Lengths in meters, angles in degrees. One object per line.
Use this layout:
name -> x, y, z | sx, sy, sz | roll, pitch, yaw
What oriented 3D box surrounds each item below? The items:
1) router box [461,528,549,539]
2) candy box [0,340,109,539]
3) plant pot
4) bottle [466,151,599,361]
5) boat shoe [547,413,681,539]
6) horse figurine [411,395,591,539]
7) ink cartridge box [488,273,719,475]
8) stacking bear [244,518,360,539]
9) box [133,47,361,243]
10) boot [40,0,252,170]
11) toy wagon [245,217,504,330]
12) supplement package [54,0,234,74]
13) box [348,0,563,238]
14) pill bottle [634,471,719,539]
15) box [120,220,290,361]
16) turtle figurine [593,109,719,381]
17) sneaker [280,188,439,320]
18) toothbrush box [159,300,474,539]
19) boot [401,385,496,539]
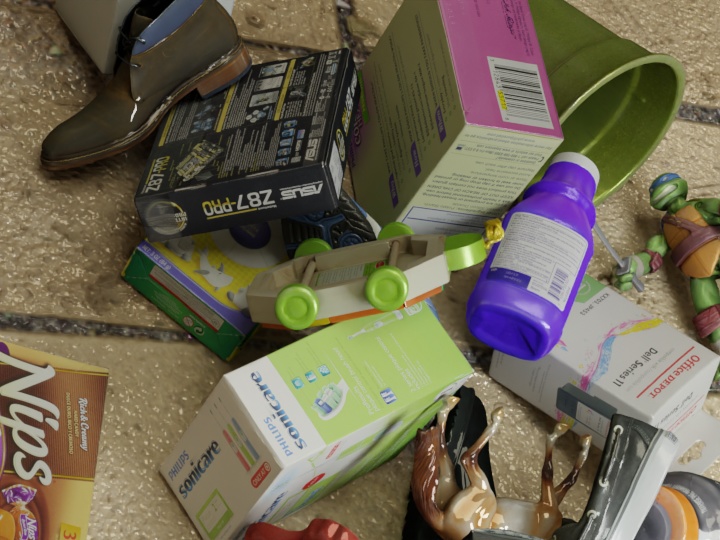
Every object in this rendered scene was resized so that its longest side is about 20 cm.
router box -> 0.080, 0.297, 1.275 | 0.061, 0.150, 0.202 | 10, 67, -10
candy box -> -0.250, 0.150, 1.297 | 0.116, 0.057, 0.202 | 17, 52, -17
plant pot -> 0.164, -0.176, 1.697 | 0.199, 0.201, 0.190 | -20, 55, -37
bottle -> 0.154, -0.018, 1.545 | 0.083, 0.066, 0.201 | 22, 51, 4
boat shoe -> 0.170, 0.201, 1.355 | 0.056, 0.069, 0.201 | 27, 83, 10
horse figurine -> 0.109, 0.173, 1.380 | 0.198, 0.050, 0.134 | 18, 80, -28
ink cartridge box -> 0.223, 0.091, 1.551 | 0.199, 0.068, 0.117 | 33, 44, 25
stacking bear -> -0.068, 0.286, 1.267 | 0.114, 0.121, 0.201 | 51, 54, -21
box -> -0.088, -0.106, 1.487 | 0.159, 0.049, 0.201 | -9, 32, 11
boot -> -0.191, -0.167, 1.498 | 0.199, 0.098, 0.075 | -34, 36, -17
toy wagon -> 0.014, 0.001, 1.389 | 0.198, 0.040, 0.155 | -11, 14, 7
supplement package -> -0.172, -0.282, 1.542 | 0.116, 0.201, 0.117 | -8, 41, -33
box -> 0.073, -0.130, 1.582 | 0.096, 0.200, 0.177 | 7, 54, -25
pill bottle -> 0.272, 0.220, 1.453 | 0.199, 0.106, 0.107 | 22, 43, -50
box -> -0.095, -0.029, 1.520 | 0.117, 0.048, 0.200 | 38, 46, 0
turtle figurine -> 0.306, -0.006, 1.665 | 0.143, 0.200, 0.195 | -30, 76, -4
sneaker -> 0.000, 0.000, 1.512 | 0.201, 0.075, 0.077 | 56, 15, -16
toothbrush box -> -0.034, 0.113, 1.384 | 0.199, 0.146, 0.086 | -22, 70, -39
boot -> 0.119, 0.205, 1.450 | 0.161, 0.073, 0.200 | 22, 56, -10
